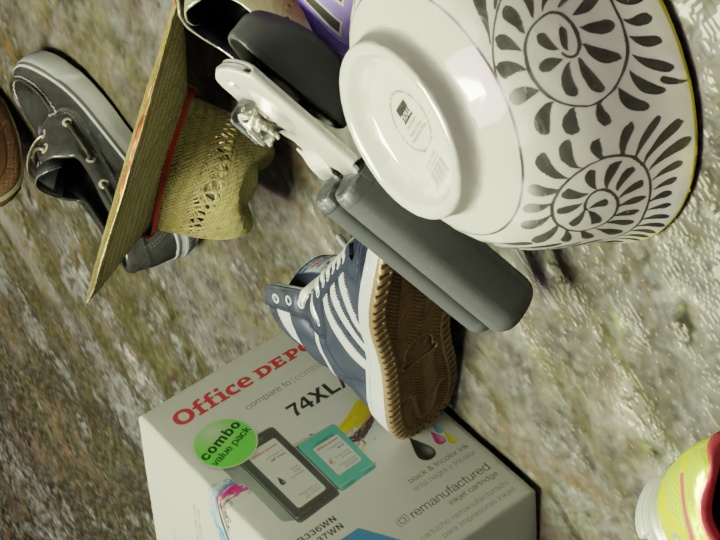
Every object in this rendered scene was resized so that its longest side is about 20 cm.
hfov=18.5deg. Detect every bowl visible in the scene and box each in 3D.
[{"bbox_3d":[0.052,-0.083,1.011,0.201,0.094,0.202,44,150,33],"label":"bowl"}]

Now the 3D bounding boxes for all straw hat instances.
[{"bbox_3d":[-0.097,-0.059,1.310,0.084,0.202,0.201,16,152,-7],"label":"straw hat"}]

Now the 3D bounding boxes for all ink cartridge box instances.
[{"bbox_3d":[-0.014,0.156,1.316,0.200,0.146,0.147,39,148,36],"label":"ink cartridge box"}]

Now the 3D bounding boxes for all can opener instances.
[{"bbox_3d":[0.009,-0.046,1.087,0.200,0.067,0.053,43,165,-15],"label":"can opener"}]

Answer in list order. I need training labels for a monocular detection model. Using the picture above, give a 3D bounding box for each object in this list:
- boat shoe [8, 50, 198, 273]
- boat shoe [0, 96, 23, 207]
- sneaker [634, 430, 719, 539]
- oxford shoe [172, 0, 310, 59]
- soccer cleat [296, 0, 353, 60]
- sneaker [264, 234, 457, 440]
[{"bbox_3d":[-0.191,-0.071,1.498,0.200,0.066,0.070,48,152,23],"label":"boat shoe"},{"bbox_3d":[-0.312,-0.118,1.683,0.203,0.074,0.075,54,168,27],"label":"boat shoe"},{"bbox_3d":[0.202,0.157,1.004,0.200,0.078,0.091,51,151,21],"label":"sneaker"},{"bbox_3d":[-0.074,-0.171,1.172,0.200,0.074,0.071,51,153,19],"label":"oxford shoe"},{"bbox_3d":[-0.034,-0.186,1.067,0.068,0.073,0.201,-114,12,-56],"label":"soccer cleat"},{"bbox_3d":[0.000,0.000,1.219,0.108,0.070,0.201,42,152,30],"label":"sneaker"}]
